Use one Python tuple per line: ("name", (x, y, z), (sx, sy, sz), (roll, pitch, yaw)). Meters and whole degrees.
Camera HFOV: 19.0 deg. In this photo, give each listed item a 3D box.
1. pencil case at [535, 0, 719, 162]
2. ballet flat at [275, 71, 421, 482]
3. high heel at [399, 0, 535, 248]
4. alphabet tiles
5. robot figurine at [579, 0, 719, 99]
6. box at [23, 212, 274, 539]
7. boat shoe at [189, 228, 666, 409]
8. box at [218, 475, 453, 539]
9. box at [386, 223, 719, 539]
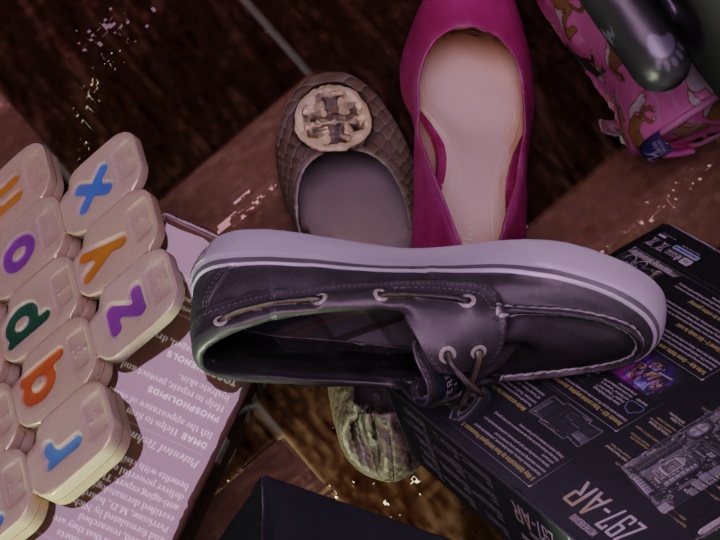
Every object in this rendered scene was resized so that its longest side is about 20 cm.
("pencil case", (0.112, -0.147, 1.010), (0.087, 0.083, 0.200), (-32, 80, -2))
("ballet flat", (0.000, 0.000, 1.009), (0.067, 0.046, 0.200), (-8, 79, 2))
("high heel", (0.051, -0.071, 0.981), (0.067, 0.096, 0.200), (12, 69, -4))
("alphabet tiles", (-0.157, 0.034, 0.962), (0.196, 0.015, 0.200), (-40, 43, 18))
("robot figurine", (0.173, -0.146, 0.911), (0.125, 0.150, 0.200), (-39, 84, 33))
("box", (-0.098, 0.083, 0.972), (0.075, 0.100, 0.200), (26, 83, 2))
("boat shoe", (0.025, 0.027, 0.889), (0.200, 0.070, 0.066), (8, 50, 1))
("box", (0.018, 0.183, 0.887), (0.200, 0.079, 0.141), (21, 124, -18))
("box", (0.126, 0.063, 0.908), (0.160, 0.200, 0.044), (-30, 121, -16))
